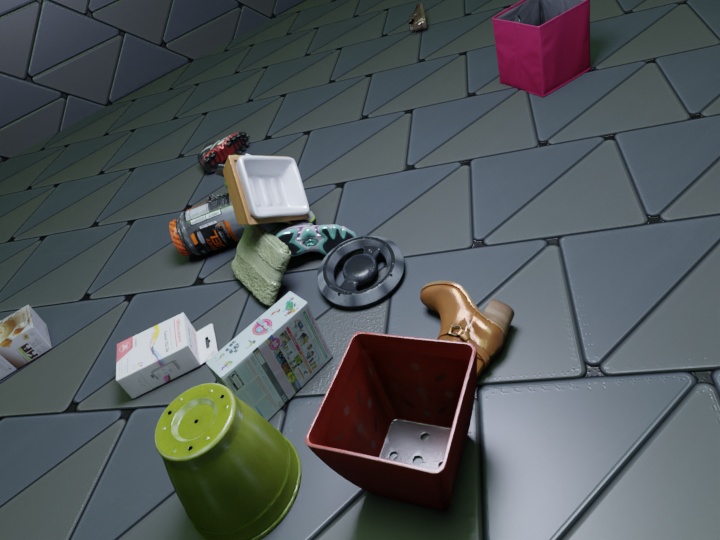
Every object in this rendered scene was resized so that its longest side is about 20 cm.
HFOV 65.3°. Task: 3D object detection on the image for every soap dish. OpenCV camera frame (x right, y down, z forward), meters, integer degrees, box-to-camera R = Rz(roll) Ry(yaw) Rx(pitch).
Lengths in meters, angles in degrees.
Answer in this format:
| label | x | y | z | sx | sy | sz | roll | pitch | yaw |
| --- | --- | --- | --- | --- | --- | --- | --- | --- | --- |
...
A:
| label | x | y | z | sx | sy | sz | roll | pitch | yaw |
| --- | --- | --- | --- | --- | --- | --- | --- | --- | --- |
| soap dish | -0.218 | -0.183 | 1.299 | 0.080 | 0.160 | 0.199 | -20 | -4 | 36 |

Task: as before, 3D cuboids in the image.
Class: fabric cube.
| label | x | y | z | sx | sy | sz | roll | pitch | yaw |
| --- | --- | --- | --- | --- | --- | --- | --- | --- | --- |
| fabric cube | 0.524 | -0.657 | 1.624 | 0.194 | 0.201 | 0.200 | -32 | 40 | -13 |

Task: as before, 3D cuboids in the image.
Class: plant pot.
| label | x | y | z | sx | sy | sz | roll | pitch | yaw |
| --- | --- | --- | --- | --- | --- | --- | --- | --- | --- |
| plant pot | 0.067 | 0.231 | 0.819 | 0.196 | 0.178 | 0.201 | 2 | 44 | 27 |
| plant pot | -0.216 | 0.284 | 0.872 | 0.196 | 0.195 | 0.202 | -12 | 39 | 10 |

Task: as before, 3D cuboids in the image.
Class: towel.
| label | x | y | z | sx | sy | sz | roll | pitch | yaw |
| --- | --- | --- | --- | --- | --- | --- | --- | --- | --- |
| towel | -0.233 | -0.020 | 1.288 | 0.036 | 0.151 | 0.199 | 7 | 21 | -42 |

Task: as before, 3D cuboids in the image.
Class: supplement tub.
| label | x | y | z | sx | sy | sz | roll | pitch | yaw |
| --- | --- | --- | --- | --- | --- | --- | --- | --- | --- |
| supplement tub | -0.386 | -0.117 | 1.465 | 0.197 | 0.124 | 0.123 | -20 | 38 | 1 |

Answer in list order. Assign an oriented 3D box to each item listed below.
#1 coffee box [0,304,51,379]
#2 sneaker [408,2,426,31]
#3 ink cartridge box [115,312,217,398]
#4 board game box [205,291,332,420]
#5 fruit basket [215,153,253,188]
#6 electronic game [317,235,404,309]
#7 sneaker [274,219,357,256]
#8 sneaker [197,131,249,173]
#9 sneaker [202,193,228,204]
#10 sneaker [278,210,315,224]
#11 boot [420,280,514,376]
| label | x | y | z | sx | sy | sz | roll | pitch | yaw |
| --- | --- | --- | --- | --- | --- | --- | --- | --- | --- |
| coffee box | -0.868 | 0.190 | 1.359 | 0.199 | 0.081 | 0.114 | -35 | 40 | -17 |
| sneaker | 0.228 | -1.036 | 2.295 | 0.074 | 0.071 | 0.202 | -12 | 39 | 11 |
| ink cartridge box | -0.410 | 0.169 | 1.190 | 0.197 | 0.068 | 0.117 | -26 | 39 | -6 |
| board game box | -0.159 | 0.162 | 1.024 | 0.199 | 0.149 | 0.064 | -41 | 40 | -24 |
| fruit basket | -0.285 | -0.244 | 1.472 | 0.182 | 0.096 | 0.200 | 16 | 2 | -16 |
| electronic game | 0.000 | 0.000 | 1.222 | 0.196 | 0.042 | 0.203 | -9 | 48 | 10 |
| sneaker | -0.107 | -0.089 | 1.350 | 0.196 | 0.079 | 0.140 | 2 | 20 | -5 |
| sneaker | -0.462 | -0.405 | 1.872 | 0.097 | 0.072 | 0.200 | 27 | 60 | 40 |
| sneaker | -0.389 | -0.185 | 1.577 | 0.076 | 0.083 | 0.201 | 9 | 48 | 32 |
| sneaker | -0.189 | -0.167 | 1.467 | 0.198 | 0.084 | 0.072 | 20 | 52 | 39 |
| boot | 0.161 | 0.105 | 1.010 | 0.198 | 0.074 | 0.155 | 14 | 54 | 39 |
